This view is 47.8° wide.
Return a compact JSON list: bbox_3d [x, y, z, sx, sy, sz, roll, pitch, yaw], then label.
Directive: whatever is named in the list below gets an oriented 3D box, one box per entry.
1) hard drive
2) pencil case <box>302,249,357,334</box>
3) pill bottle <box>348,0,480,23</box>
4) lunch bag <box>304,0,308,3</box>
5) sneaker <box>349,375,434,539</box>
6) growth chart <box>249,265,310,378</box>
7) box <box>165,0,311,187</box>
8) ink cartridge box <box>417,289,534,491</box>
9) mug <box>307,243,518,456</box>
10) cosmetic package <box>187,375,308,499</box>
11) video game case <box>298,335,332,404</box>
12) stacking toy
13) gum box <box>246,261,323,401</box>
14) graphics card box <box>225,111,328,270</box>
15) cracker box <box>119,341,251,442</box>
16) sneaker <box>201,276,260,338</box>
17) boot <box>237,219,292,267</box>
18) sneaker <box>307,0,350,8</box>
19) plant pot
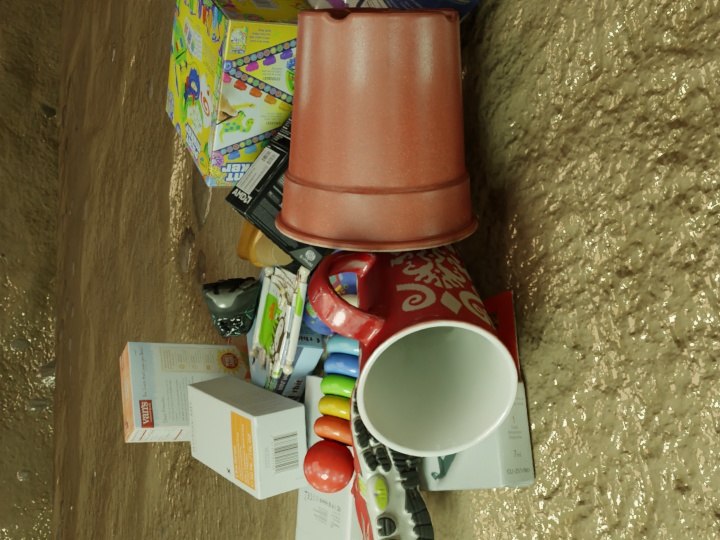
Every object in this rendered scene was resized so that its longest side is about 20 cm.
[{"bbox_3d":[-0.033,0.229,0.950,0.131,0.026,0.204,-4,82,60],"label":"hard drive"},{"bbox_3d":[0.000,0.000,0.925,0.079,0.086,0.200,58,141,10],"label":"pencil case"},{"bbox_3d":[0.056,-0.284,0.844,0.200,0.110,0.113,-42,50,49],"label":"pill bottle"},{"bbox_3d":[-0.071,-0.324,1.062,0.171,0.120,0.202,-55,36,39],"label":"lunch bag"},{"bbox_3d":[0.014,0.194,0.794,0.085,0.076,0.203,146,123,-59],"label":"sneaker"},{"bbox_3d":[-0.102,0.062,1.009,0.200,0.017,0.147,-173,92,-70],"label":"growth chart"},{"bbox_3d":[-0.142,-0.233,0.956,0.201,0.120,0.195,54,139,44],"label":"box"},{"bbox_3d":[0.082,0.125,0.799,0.199,0.043,0.177,-26,65,56],"label":"ink cartridge box"},{"bbox_3d":[0.046,0.031,0.725,0.132,0.179,0.201,-25,28,10],"label":"mug"},{"bbox_3d":[-0.146,0.204,1.024,0.199,0.070,0.103,6,101,56],"label":"cosmetic package"},{"bbox_3d":[-0.041,0.168,1.023,0.182,0.023,0.203,29,110,58],"label":"video game case"},{"bbox_3d":[-0.011,0.132,0.855,0.085,0.085,0.203,-17,54,57],"label":"stacking toy"},{"bbox_3d":[-0.108,0.080,1.098,0.202,0.044,0.171,-104,31,-44],"label":"gum box"},{"bbox_3d":[-0.040,-0.115,0.885,0.051,0.125,0.201,30,83,44],"label":"graphics card box"},{"bbox_3d":[-0.250,0.180,1.205,0.058,0.197,0.136,-48,46,45],"label":"cracker box"},{"bbox_3d":[-0.164,0.051,1.081,0.200,0.074,0.081,-154,60,-89],"label":"sneaker"},{"bbox_3d":[-0.087,-0.096,1.047,0.203,0.071,0.144,-58,28,-9],"label":"boot"},{"bbox_3d":[-0.002,-0.350,0.886,0.072,0.114,0.201,39,99,7],"label":"sneaker"},{"bbox_3d":[0.016,-0.142,0.761,0.200,0.198,0.199,31,125,57],"label":"plant pot"}]
